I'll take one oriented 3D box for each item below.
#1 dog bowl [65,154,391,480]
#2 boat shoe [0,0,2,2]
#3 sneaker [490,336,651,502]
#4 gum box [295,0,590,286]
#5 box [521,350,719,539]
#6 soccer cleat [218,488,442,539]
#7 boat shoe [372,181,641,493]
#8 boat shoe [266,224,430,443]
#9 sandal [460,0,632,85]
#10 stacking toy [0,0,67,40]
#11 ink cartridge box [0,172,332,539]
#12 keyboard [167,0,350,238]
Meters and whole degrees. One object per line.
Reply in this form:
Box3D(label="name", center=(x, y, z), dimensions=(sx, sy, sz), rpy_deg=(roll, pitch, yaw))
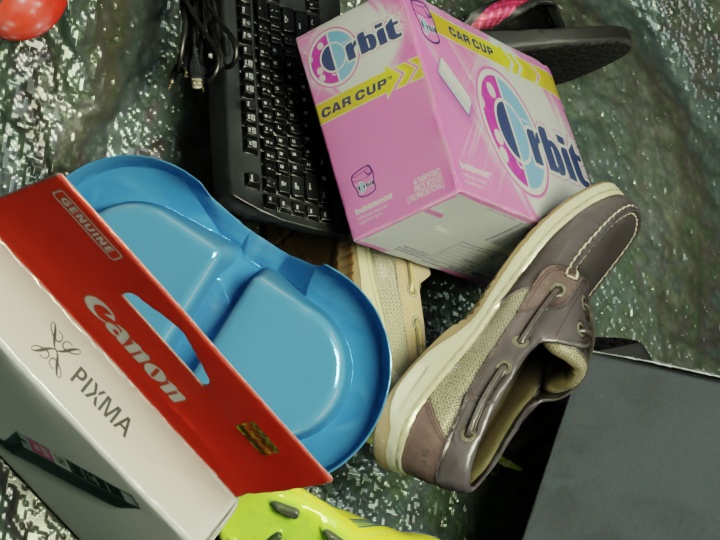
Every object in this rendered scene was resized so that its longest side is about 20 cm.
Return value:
Box3D(label="dog bowl", center=(-0.074, 0.025, 1.375), dimensions=(0.199, 0.050, 0.112), rpy_deg=(33, 91, 9))
Box3D(label="boat shoe", center=(-0.225, -0.119, 1.316), dimensions=(0.072, 0.076, 0.200), rpy_deg=(43, 79, -8))
Box3D(label="sneaker", center=(0.085, 0.088, 1.516), dimensions=(0.199, 0.072, 0.083), rpy_deg=(-7, 98, -30))
Box3D(label="gum box", center=(0.055, -0.062, 1.465), dimensions=(0.200, 0.066, 0.114), rpy_deg=(18, 52, -60))
Box3D(label="box", center=(0.166, 0.176, 1.465), dimensions=(0.201, 0.123, 0.197), rpy_deg=(-70, 155, -17))
Box3D(label="soccer cleat", center=(0.004, 0.158, 1.460), dimensions=(0.200, 0.065, 0.084), rpy_deg=(31, 22, -24))
Box3D(label="boat shoe", center=(0.087, 0.037, 1.410), dimensions=(0.200, 0.065, 0.072), rpy_deg=(-45, 152, -28))
Box3D(label="boat shoe", center=(0.000, 0.000, 1.460), dimensions=(0.065, 0.072, 0.201), rpy_deg=(19, 51, -39))
Box3D(label="sandal", center=(0.069, -0.131, 1.548), dimensions=(0.199, 0.075, 0.045), rpy_deg=(-3, 72, -32))
Box3D(label="stacking toy", center=(-0.134, -0.197, 1.421), dimensions=(0.085, 0.085, 0.200), rpy_deg=(44, 67, -20))
Box3D(label="ink cartridge box", center=(-0.130, 0.053, 1.311), dimensions=(0.200, 0.173, 0.044), rpy_deg=(49, 60, -17))
Box3D(label="keyboard", center=(-0.049, -0.115, 1.436), dimensions=(0.104, 0.040, 0.201), rpy_deg=(10, 54, -22))
